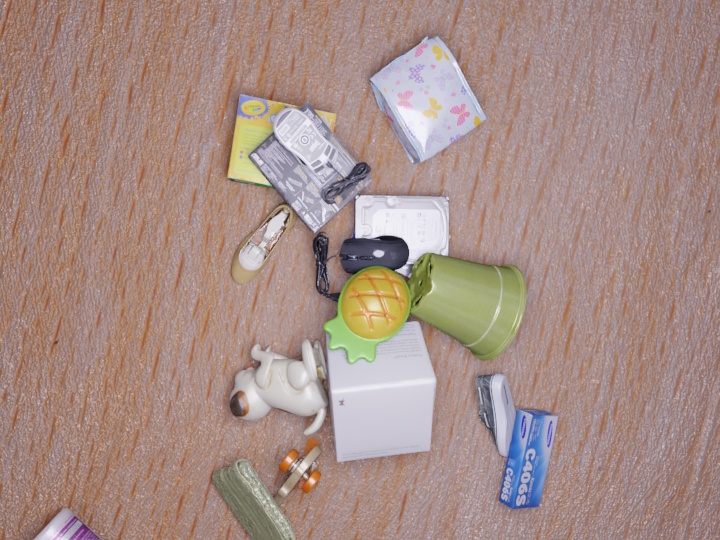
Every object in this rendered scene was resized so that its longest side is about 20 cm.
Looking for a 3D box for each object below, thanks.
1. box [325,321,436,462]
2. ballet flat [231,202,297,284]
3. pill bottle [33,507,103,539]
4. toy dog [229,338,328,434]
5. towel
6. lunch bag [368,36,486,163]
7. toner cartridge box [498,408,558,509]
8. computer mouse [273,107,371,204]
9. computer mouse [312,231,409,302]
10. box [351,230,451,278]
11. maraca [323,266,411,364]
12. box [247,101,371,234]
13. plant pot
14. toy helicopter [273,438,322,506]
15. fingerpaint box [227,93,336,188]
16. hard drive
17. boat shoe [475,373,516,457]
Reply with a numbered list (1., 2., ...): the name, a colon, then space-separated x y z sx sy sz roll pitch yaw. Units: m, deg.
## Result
1. box: 0.035 0.236 1.158 0.194 0.173 0.203 -5 124 -5
2. ballet flat: -0.205 -0.060 1.216 0.068 0.063 0.202 35 89 -5
3. pill bottle: -0.563 0.588 1.182 0.200 0.112 0.112 44 88 -4
4. toy dog: -0.169 0.240 1.199 0.196 0.139 0.198 -14 89 8
5. towel: -0.219 0.481 1.203 0.201 0.148 0.036 54 45 0
6. lunch bag: 0.133 -0.350 1.206 0.168 0.127 0.202 -34 104 -1
7. toner cartridge box: 0.363 0.406 1.270 0.094 0.043 0.204 11 91 -36
8. computer mouse: -0.081 -0.224 1.112 0.110 0.044 0.200 -45 104 0
9. computer mouse: 0.000 0.000 1.173 0.195 0.046 0.144 3 102 -3
10. box: 0.082 -0.058 1.253 0.197 0.041 0.121 22 90 -7
11. maraca: 0.015 0.081 1.111 0.136 0.107 0.201 32 67 10
12. box: -0.099 -0.199 1.155 0.157 0.050 0.201 -42 98 -4
13. plant pot: 0.192 0.054 1.168 0.187 0.200 0.204 19 90 -17
14. toy helicopter: -0.141 0.436 1.223 0.078 0.132 0.201 38 112 7
15. fingerpaint box: -0.160 -0.252 1.208 0.196 0.073 0.171 9 92 -7
16. hard drive: 0.085 -0.083 1.215 0.195 0.038 0.143 1 92 -4
17. boat shoe: 0.291 0.307 1.269 0.070 0.072 0.204 3 114 37
